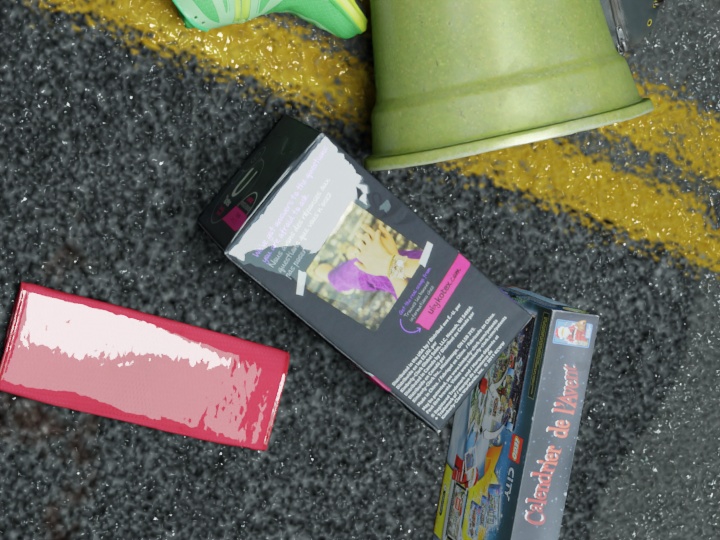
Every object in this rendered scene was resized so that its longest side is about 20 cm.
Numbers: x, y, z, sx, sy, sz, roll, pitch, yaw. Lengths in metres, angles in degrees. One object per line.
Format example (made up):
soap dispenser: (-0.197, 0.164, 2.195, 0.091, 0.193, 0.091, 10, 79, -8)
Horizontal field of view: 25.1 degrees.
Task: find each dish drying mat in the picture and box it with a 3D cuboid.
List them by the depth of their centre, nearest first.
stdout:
dish drying mat: (-0.150, 0.069, 1.131, 0.199, 0.018, 0.077, 16, 92, -19)

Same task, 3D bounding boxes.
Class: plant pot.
plant pot: (0.082, -0.178, 1.084, 0.199, 0.200, 0.185, -13, 97, -16)

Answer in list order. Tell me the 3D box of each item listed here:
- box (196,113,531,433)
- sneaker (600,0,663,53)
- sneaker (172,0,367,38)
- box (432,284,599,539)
box: (0.000, 0.000, 1.113, 0.200, 0.122, 0.106, 41, 89, -18)
sneaker: (0.216, -0.240, 1.186, 0.199, 0.075, 0.107, -31, 110, -2)
sneaker: (-0.088, -0.201, 1.096, 0.199, 0.074, 0.084, 19, 118, -24)
box: (0.108, 0.117, 1.160, 0.037, 0.137, 0.201, 8, 95, -19)
